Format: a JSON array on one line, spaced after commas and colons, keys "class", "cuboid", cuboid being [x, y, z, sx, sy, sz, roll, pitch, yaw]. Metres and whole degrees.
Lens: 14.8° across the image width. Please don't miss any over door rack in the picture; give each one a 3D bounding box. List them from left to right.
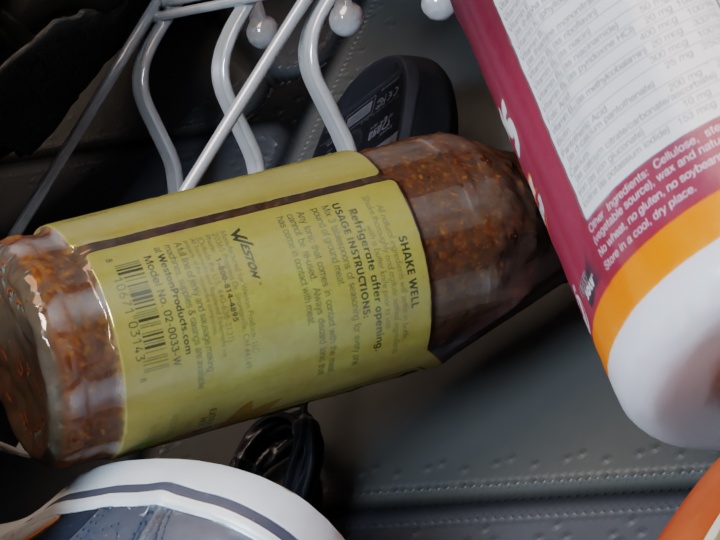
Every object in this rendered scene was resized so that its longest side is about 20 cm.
[{"class": "over door rack", "cuboid": [-0.065, -0.016, 0.833, 0.200, 0.067, 0.148, -48, 18, -18]}]

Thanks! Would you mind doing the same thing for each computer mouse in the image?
[{"class": "computer mouse", "cuboid": [-0.002, 0.016, 0.811, 0.059, 0.034, 0.200, -32, 34, 46]}]

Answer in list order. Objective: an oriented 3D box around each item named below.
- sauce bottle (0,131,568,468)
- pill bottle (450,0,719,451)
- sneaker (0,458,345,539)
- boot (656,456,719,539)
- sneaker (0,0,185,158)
[{"class": "sauce bottle", "cuboid": [0.000, 0.000, 0.743, 0.200, 0.066, 0.066, -13, 29, -22]}, {"class": "pill bottle", "cuboid": [0.084, -0.064, 0.708, 0.109, 0.110, 0.200, -26, 61, 10]}, {"class": "sneaker", "cuboid": [-0.087, 0.106, 0.727, 0.200, 0.078, 0.079, -15, 32, 41]}, {"class": "boot", "cuboid": [0.049, 0.101, 0.632, 0.107, 0.075, 0.200, 11, 54, 51]}, {"class": "sneaker", "cuboid": [-0.110, -0.083, 0.938, 0.104, 0.060, 0.200, -51, 1, 0]}]
